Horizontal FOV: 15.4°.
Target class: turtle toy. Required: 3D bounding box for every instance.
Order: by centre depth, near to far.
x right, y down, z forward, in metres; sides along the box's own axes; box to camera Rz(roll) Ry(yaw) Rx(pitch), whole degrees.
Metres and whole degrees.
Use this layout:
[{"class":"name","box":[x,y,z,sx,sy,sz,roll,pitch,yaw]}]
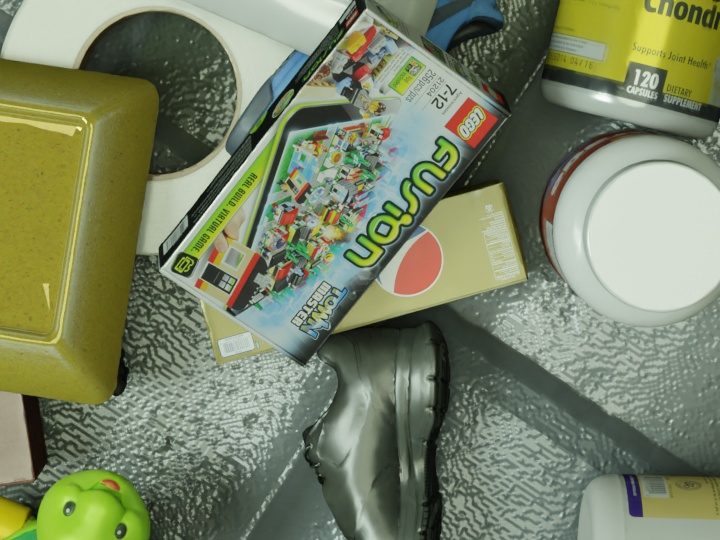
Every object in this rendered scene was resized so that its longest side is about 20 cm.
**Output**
[{"class":"turtle toy","box":[-0.183,0.204,1.619,0.145,0.101,0.201,23,111,-1]}]

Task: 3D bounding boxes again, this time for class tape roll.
[{"class":"tape roll","box":[-0.126,-0.110,1.646,0.202,0.037,0.204,0,94,-1]}]

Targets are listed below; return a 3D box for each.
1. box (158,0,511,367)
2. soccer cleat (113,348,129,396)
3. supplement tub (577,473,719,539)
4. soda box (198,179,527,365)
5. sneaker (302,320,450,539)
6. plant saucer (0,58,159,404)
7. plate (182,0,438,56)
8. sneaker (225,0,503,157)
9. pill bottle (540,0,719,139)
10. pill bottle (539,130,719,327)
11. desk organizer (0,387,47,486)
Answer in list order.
[{"class":"box","box":[-0.016,-0.052,1.550,0.110,0.035,0.200,34,106,-17]},{"class":"soccer cleat","box":[-0.217,0.002,1.640,0.073,0.068,0.200,-34,89,3]},{"class":"supplement tub","box":[0.234,0.198,1.613,0.199,0.145,0.146,2,94,0]},{"class":"soda box","box":[0.000,0.000,1.637,0.199,0.068,0.064,-15,94,1]},{"class":"sneaker","box":[0.007,0.130,1.653,0.090,0.076,0.201,3,87,9]},{"class":"plant saucer","box":[-0.233,-0.032,1.586,0.199,0.048,0.201,8,87,2]},{"class":"plate","box":[-0.032,-0.226,1.588,0.199,0.032,0.200,23,59,-2]},{"class":"sneaker","box":[0.007,-0.119,1.600,0.200,0.066,0.078,-41,86,-24]},{"class":"pill bottle","box":[0.184,-0.187,1.602,0.112,0.112,0.201,13,94,-1]},{"class":"pill bottle","box":[0.167,-0.026,1.569,0.112,0.200,0.113,0,94,0]},{"class":"desk organizer","box":[-0.298,0.100,1.644,0.199,0.072,0.077,-8,96,1]}]
